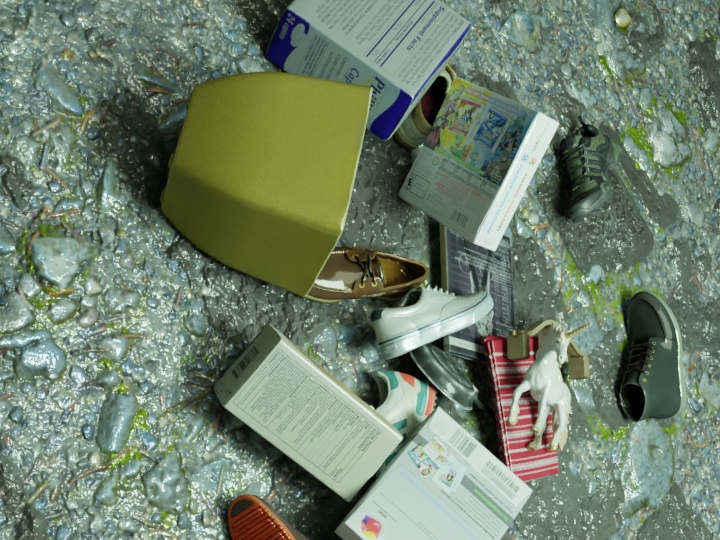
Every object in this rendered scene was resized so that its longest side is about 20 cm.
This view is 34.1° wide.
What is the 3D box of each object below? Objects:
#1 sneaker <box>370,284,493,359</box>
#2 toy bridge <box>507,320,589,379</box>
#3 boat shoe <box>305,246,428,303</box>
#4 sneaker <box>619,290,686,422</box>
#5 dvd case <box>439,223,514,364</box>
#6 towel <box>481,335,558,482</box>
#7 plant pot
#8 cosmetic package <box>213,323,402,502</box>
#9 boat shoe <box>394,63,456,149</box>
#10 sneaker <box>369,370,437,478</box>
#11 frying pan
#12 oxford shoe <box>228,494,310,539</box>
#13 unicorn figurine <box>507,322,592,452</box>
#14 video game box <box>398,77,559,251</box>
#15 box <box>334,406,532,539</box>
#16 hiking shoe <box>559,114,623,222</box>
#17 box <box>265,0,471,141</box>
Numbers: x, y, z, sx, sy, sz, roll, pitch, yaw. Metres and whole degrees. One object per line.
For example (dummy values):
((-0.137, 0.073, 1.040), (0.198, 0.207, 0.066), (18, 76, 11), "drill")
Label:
((0.095, 0.050, 1.507), (0.200, 0.073, 0.071), (-21, 90, -44), "sneaker")
((0.264, 0.105, 1.650), (0.200, 0.027, 0.067), (21, 64, -50), "toy bridge")
((0.000, 0.000, 1.493), (0.200, 0.067, 0.072), (3, 73, -39), "boat shoe")
((0.439, 0.131, 1.806), (0.106, 0.075, 0.201), (-5, 79, -43), "sneaker")
((0.164, 0.031, 1.643), (0.148, 0.016, 0.201), (18, 63, -43), "dvd case")
((0.222, 0.188, 1.622), (0.144, 0.022, 0.201), (2, 78, -53), "towel")
((-0.119, -0.115, 1.356), (0.199, 0.194, 0.196), (17, 63, -9), "plant pot")
((-0.060, 0.165, 1.357), (0.200, 0.071, 0.105), (43, 88, -22), "cosmetic package")
((0.103, -0.264, 1.671), (0.074, 0.066, 0.201), (29, 58, -29), "boat shoe")
((0.030, 0.215, 1.455), (0.093, 0.070, 0.200), (22, 63, -13), "sneaker")
((0.135, 0.157, 1.536), (0.190, 0.031, 0.115), (39, 12, -20), "frying pan")
((-0.077, 0.330, 1.330), (0.200, 0.071, 0.073), (56, 21, -6), "oxford shoe")
((0.249, 0.158, 1.562), (0.200, 0.074, 0.138), (72, 39, -62), "unicorn figurine")
((0.149, -0.143, 1.535), (0.047, 0.200, 0.183), (18, 102, -34), "video game box")
((0.090, 0.282, 1.378), (0.156, 0.041, 0.200), (41, 54, 3), "box")
((0.342, -0.157, 1.839), (0.101, 0.076, 0.200), (40, 44, -12), "hiking shoe")
((0.011, -0.303, 1.545), (0.200, 0.105, 0.184), (35, 53, 1), "box")
